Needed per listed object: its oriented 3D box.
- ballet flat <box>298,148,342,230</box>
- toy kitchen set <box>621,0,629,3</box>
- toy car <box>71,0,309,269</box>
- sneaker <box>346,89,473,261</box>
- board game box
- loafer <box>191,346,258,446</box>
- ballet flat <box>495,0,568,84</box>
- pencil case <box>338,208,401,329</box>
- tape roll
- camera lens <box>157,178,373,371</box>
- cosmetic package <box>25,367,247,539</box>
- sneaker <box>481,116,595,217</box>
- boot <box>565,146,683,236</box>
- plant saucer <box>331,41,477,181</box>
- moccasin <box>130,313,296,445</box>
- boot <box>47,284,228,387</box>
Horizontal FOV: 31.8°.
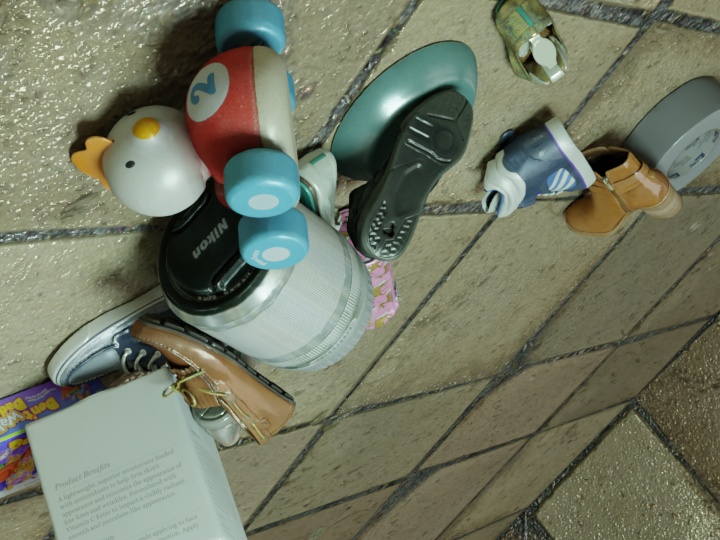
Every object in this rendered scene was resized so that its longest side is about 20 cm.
[{"bbox_3d":[-0.047,-0.064,1.396,0.069,0.070,0.201,-30,155,-18],"label":"ballet flat"},{"bbox_3d":[0.389,-0.359,1.384,0.181,0.199,0.164,-52,-165,29],"label":"toy kitchen set"},{"bbox_3d":[-0.152,-0.107,1.078,0.198,0.186,0.177,-7,153,-1],"label":"toy car"},{"bbox_3d":[0.045,-0.104,1.355,0.201,0.076,0.114,-63,-161,-6],"label":"sneaker"},{"bbox_3d":[-0.381,0.191,1.379,0.199,0.045,0.135,-21,151,-35],"label":"board game box"},{"bbox_3d":[-0.144,0.100,1.405,0.071,0.201,0.063,-3,140,15],"label":"loafer"},{"bbox_3d":[0.201,-0.245,1.415,0.071,0.071,0.200,-41,157,7],"label":"ballet flat"},{"bbox_3d":[0.000,0.000,1.546,0.086,0.083,0.200,-33,156,-10],"label":"pencil case"},{"bbox_3d":[0.486,-0.198,1.921,0.199,0.066,0.201,-32,155,-17],"label":"tape roll"},{"bbox_3d":[-0.095,0.005,1.278,0.160,0.160,0.200,-42,144,9],"label":"camera lens"},{"bbox_3d":[-0.230,0.242,1.341,0.164,0.201,0.165,-22,155,-1],"label":"cosmetic package"},{"bbox_3d":[0.224,-0.123,1.671,0.146,0.081,0.200,-34,161,10],"label":"sneaker"},{"bbox_3d":[0.353,-0.116,1.848,0.155,0.199,0.077,32,67,-39],"label":"boot"},{"bbox_3d":[0.059,-0.163,1.393,0.199,0.036,0.200,-32,157,-16],"label":"plant saucer"},{"bbox_3d":[-0.155,0.112,1.272,0.078,0.073,0.201,-54,130,-7],"label":"moccasin"},{"bbox_3d":[-0.230,0.084,1.348,0.199,0.091,0.073,-34,157,-12],"label":"boot"}]
